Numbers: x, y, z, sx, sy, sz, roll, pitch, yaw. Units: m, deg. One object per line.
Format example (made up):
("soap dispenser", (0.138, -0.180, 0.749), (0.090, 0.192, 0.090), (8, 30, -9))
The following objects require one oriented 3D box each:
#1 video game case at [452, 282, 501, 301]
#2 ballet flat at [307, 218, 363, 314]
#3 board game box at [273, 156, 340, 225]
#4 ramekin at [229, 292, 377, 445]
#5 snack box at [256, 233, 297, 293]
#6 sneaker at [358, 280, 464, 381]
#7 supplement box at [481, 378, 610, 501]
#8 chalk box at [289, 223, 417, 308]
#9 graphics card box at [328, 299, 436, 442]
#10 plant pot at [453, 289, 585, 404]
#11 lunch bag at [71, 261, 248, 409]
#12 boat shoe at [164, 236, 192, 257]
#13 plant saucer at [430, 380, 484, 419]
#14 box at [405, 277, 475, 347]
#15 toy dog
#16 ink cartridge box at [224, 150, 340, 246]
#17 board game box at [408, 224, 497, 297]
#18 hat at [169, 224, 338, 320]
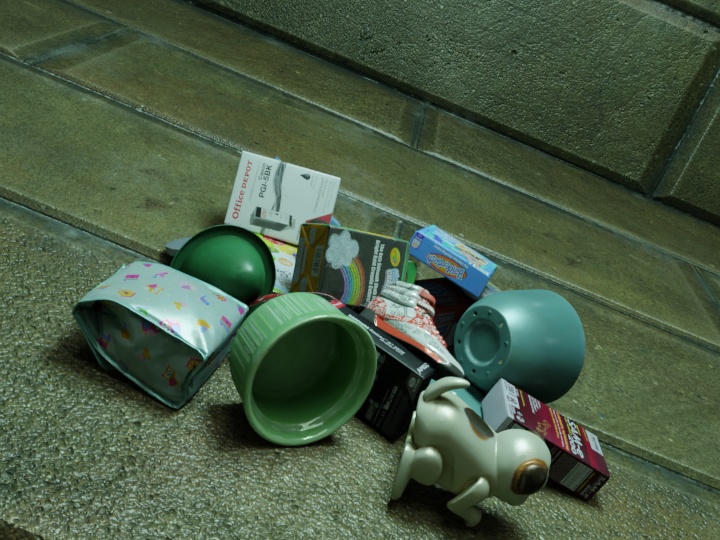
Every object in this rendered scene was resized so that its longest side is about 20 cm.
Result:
("video game case", (0.219, 0.026, 1.588), (0.181, 0.022, 0.200), (19, 17, -50))
("ballet flat", (-0.038, -0.003, 1.463), (0.202, 0.067, 0.068), (61, -5, -2))
("board game box", (-0.118, -0.152, 1.701), (0.200, 0.037, 0.151), (47, 3, -10))
("ramekin", (-0.085, 0.129, 1.125), (0.198, 0.203, 0.098), (5, 22, -34))
("snack box", (-0.140, 0.013, 1.472), (0.140, 0.054, 0.201), (16, 26, -14))
("sneaker", (0.099, 0.089, 1.262), (0.200, 0.068, 0.108), (30, 60, 28))
("supplement box", (0.291, 0.266, 1.290), (0.198, 0.061, 0.109), (32, 23, -11))
("chalk box", (0.000, 0.000, 1.370), (0.197, 0.127, 0.124), (12, -1, -27))
("graphics card box", (0.005, 0.150, 1.239), (0.199, 0.127, 0.051), (33, 26, 22))
("plant pot", (0.255, 0.127, 1.392), (0.159, 0.203, 0.201), (7, 28, -42))
("lunch bag", (-0.285, 0.073, 1.147), (0.198, 0.123, 0.171), (30, 25, 1))
("boat shoe", (-0.263, -0.013, 1.399), (0.197, 0.069, 0.073), (10, 25, 36))
("plant saucer", (0.140, 0.218, 1.329), (0.197, 0.036, 0.201), (19, 24, -9))
("box", (0.120, 0.082, 1.504), (0.198, 0.101, 0.095), (-5, 35, -47))
("toy dog", (0.160, 0.247, 1.114), (0.197, 0.197, 0.140), (18, 12, 5))
("ink cartridge box", (-0.149, -0.131, 1.571), (0.197, 0.149, 0.083), (14, 1, -3))
("board game box", (0.169, -0.021, 1.478), (0.151, 0.045, 0.200), (33, 13, 9))
("hat", (-0.178, 0.027, 1.197), (0.166, 0.199, 0.176), (52, -6, -24))
